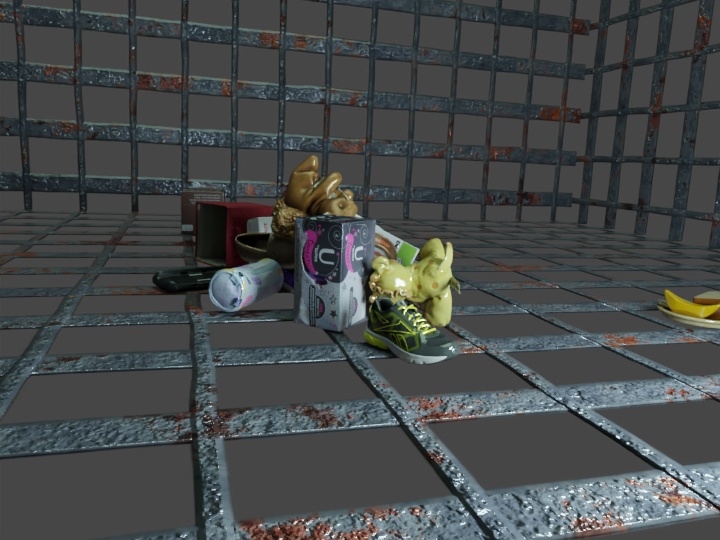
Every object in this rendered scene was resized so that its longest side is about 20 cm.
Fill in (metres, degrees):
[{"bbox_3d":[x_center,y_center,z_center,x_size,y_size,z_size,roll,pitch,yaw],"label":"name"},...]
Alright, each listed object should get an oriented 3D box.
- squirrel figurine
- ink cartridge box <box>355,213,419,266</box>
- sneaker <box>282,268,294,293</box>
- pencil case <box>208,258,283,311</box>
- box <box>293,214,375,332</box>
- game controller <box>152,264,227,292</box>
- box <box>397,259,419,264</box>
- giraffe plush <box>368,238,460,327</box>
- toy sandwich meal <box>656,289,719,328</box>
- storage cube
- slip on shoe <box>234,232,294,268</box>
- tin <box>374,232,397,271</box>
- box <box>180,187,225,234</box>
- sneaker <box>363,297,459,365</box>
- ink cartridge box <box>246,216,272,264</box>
[{"bbox_3d":[-0.099,-0.121,1.346,0.198,0.142,0.187,-35,47,-7],"label":"squirrel figurine"},{"bbox_3d":[0.020,-0.025,1.419,0.198,0.150,0.076,29,-1,13],"label":"ink cartridge box"},{"bbox_3d":[-0.157,-0.007,1.449,0.069,0.101,0.198,-32,25,-31],"label":"sneaker"},{"bbox_3d":[-0.237,0.026,1.307,0.082,0.092,0.200,32,15,12],"label":"pencil case"},{"bbox_3d":[-0.049,0.000,1.190,0.113,0.205,0.131,7,11,29],"label":"box"},{"bbox_3d":[-0.389,0.022,1.475,0.197,0.043,0.104,-7,29,-41],"label":"game controller"},{"bbox_3d":[0.089,-0.013,1.537,0.197,0.050,0.161,29,15,5],"label":"box"},{"bbox_3d":[0.091,0.027,1.200,0.158,0.177,0.200,-4,-1,-5],"label":"giraffe plush"},{"bbox_3d":[0.767,0.075,1.375,0.200,0.072,0.205,3,10,0],"label":"toy sandwich meal"},{"bbox_3d":[-0.354,-0.104,1.777,0.198,0.175,0.178,12,12,44],"label":"storage cube"},{"bbox_3d":[-0.193,-0.055,1.406,0.196,0.077,0.061,6,-32,19],"label":"slip on shoe"},{"bbox_3d":[0.000,0.000,1.305,0.110,0.201,0.042,24,44,-15],"label":"tin"},{"bbox_3d":[-0.615,-0.234,2.433,0.162,0.168,0.200,1,10,-12],"label":"box"},{"bbox_3d":[0.078,0.097,1.026,0.198,0.087,0.074,13,15,43],"label":"sneaker"},{"bbox_3d":[-0.195,-0.068,1.660,0.197,0.149,0.083,-4,-1,-31],"label":"ink cartridge box"}]
